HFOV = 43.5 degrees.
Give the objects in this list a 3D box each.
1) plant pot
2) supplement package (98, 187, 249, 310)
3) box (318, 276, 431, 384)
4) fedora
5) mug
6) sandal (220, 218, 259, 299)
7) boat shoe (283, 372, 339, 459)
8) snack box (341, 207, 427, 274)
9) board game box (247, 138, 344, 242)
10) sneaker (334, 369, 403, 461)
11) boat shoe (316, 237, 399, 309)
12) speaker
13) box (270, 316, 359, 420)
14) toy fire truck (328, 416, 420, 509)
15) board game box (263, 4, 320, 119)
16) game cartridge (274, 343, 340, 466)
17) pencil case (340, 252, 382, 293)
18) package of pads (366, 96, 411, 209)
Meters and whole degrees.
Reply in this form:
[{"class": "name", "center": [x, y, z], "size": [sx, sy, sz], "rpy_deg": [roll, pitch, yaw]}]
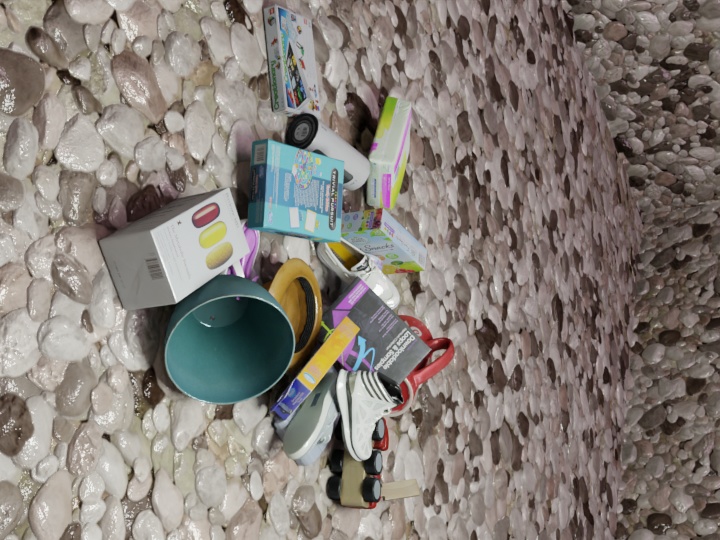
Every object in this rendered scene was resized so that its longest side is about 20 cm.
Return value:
[{"class": "plant pot", "center": [-0.210, 0.085, 1.403], "size": [0.201, 0.198, 0.136], "rpy_deg": [55, 5, -37]}, {"class": "supplement package", "center": [-0.275, -0.037, 1.365], "size": [0.200, 0.108, 0.116], "rpy_deg": [-42, 119, -54]}, {"class": "box", "center": [0.018, 0.132, 1.714], "size": [0.200, 0.143, 0.036], "rpy_deg": [43, -2, 4]}, {"class": "fedora", "center": [-0.140, 0.077, 1.587], "size": [0.200, 0.080, 0.206], "rpy_deg": [3, 87, -63]}, {"class": "mug", "center": [0.086, 0.183, 1.826], "size": [0.134, 0.177, 0.201], "rpy_deg": [47, 26, -9]}, {"class": "sandal", "center": [-0.199, 0.005, 1.541], "size": [0.082, 0.049, 0.207], "rpy_deg": [30, 59, -53]}, {"class": "boat shoe", "center": [-0.073, 0.271, 1.610], "size": [0.072, 0.069, 0.202], "rpy_deg": [60, 34, -25]}, {"class": "snack box", "center": [0.032, -0.055, 1.856], "size": [0.200, 0.140, 0.054], "rpy_deg": [40, 52, -49]}, {"class": "board game box", "center": [-0.113, -0.138, 1.625], "size": [0.198, 0.046, 0.155], "rpy_deg": [9, 82, -49]}, {"class": "sneaker", "center": [0.025, 0.268, 1.639], "size": [0.076, 0.113, 0.204], "rpy_deg": [-72, 155, -55]}, {"class": "boat shoe", "center": [0.000, 0.000, 1.763], "size": [0.200, 0.070, 0.071], "rpy_deg": [43, 68, 2]}, {"class": "speaker", "center": [-0.061, -0.234, 1.799], "size": [0.199, 0.080, 0.083], "rpy_deg": [32, 57, -53]}, {"class": "box", "center": [-0.084, 0.179, 1.594], "size": [0.041, 0.119, 0.201], "rpy_deg": [38, 46, -1]}, {"class": "toy fire truck", "center": [0.035, 0.388, 1.800], "size": [0.200, 0.126, 0.180], "rpy_deg": [46, 45, -61]}, {"class": "board game box", "center": [-0.132, -0.401, 1.761], "size": [0.125, 0.034, 0.205], "rpy_deg": [1, 83, -60]}, {"class": "game cartridge", "center": [-0.088, 0.255, 1.689], "size": [0.135, 0.040, 0.202], "rpy_deg": [65, 35, -34]}, {"class": "pencil case", "center": [-0.005, 0.066, 1.825], "size": [0.083, 0.089, 0.204], "rpy_deg": [68, 26, -68]}, {"class": "package of pads", "center": [0.064, -0.253, 1.973], "size": [0.156, 0.067, 0.203], "rpy_deg": [90, 14, -53]}]
